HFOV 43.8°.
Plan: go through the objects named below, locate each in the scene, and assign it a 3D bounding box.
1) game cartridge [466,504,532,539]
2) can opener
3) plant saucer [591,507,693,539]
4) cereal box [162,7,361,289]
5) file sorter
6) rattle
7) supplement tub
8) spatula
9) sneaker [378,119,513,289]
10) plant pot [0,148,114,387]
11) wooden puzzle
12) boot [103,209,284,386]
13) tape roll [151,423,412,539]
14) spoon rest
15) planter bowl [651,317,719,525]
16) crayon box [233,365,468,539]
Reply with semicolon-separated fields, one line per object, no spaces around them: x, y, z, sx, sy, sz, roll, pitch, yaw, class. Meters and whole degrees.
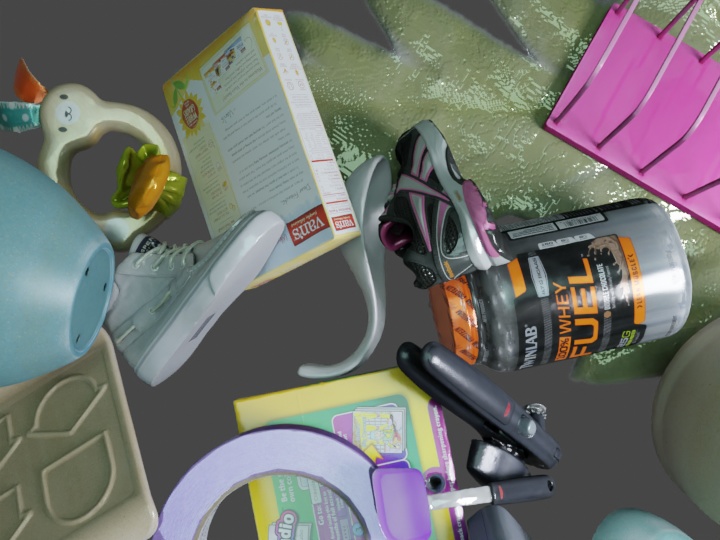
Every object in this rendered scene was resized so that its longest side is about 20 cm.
0.159;0.285;0.712;0.041;0.133;0.200;-36;99;12;game cartridge
0.102;0.116;0.733;0.200;0.063;0.079;48;49;-35;can opener
0.252;0.285;0.707;0.199;0.036;0.201;25;50;-33;plant saucer
-0.089;-0.097;0.761;0.039;0.143;0.201;-13;82;-49;cereal box
0.293;-0.150;0.786;0.199;0.125;0.140;31;82;2;file sorter
-0.246;-0.112;0.752;0.130;0.143;0.200;-40;92;10;rattle
0.163;0.015;0.759;0.198;0.123;0.124;-12;83;-4;supplement tub
0.087;0.178;0.704;0.199;0.021;0.057;4;70;-35;spatula
0.049;-0.056;0.736;0.086;0.200;0.081;-27;119;5;sneaker
-0.272;0.007;0.696;0.134;0.200;0.202;13;82;2;plant pot
-0.257;0.167;0.721;0.184;0.046;0.201;-32;54;3;wooden puzzle
-0.151;0.001;0.738;0.096;0.073;0.200;45;115;7;boot
-0.059;0.222;0.693;0.198;0.066;0.202;0;84;-1;tape roll
0.000;0.000;0.774;0.060;0.099;0.202;15;92;13;spoon rest
0.351;0.142;0.711;0.198;0.135;0.202;0;108;-1;planter bowl
-0.005;0.191;0.760;0.171;0.058;0.202;-11;84;-3;crayon box
